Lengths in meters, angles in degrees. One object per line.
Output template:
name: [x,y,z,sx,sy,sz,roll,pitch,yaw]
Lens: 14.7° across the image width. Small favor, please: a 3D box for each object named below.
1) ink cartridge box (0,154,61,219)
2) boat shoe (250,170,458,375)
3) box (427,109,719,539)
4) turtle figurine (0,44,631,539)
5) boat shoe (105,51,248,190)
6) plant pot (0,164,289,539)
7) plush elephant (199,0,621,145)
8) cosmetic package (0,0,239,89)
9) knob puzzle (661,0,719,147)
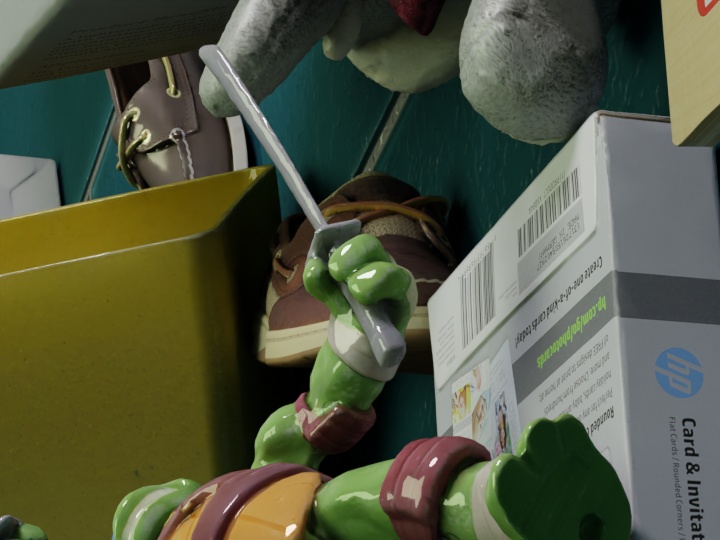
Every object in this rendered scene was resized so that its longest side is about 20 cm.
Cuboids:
ink cartridge box: [-0.244,0.036,1.840,0.117,0.067,0.201,-104,24,-48]
boat shoe: [0.000,0.000,1.007,0.200,0.072,0.073,176,97,-80]
box: [0.064,0.077,0.811,0.156,0.041,0.201,128,144,-63]
turtle figurine: [-0.035,0.051,0.764,0.193,0.143,0.201,9,109,52]
boat shoe: [-0.092,-0.067,1.353,0.201,0.059,0.072,-102,23,-43]
plant pot: [-0.123,0.074,1.146,0.200,0.199,0.178,-62,-40,-79]
plush elephant: [-0.001,-0.115,0.886,0.155,0.164,0.200,-45,12,44]
cosmetic package: [-0.069,-0.177,1.051,0.200,0.164,0.166,160,96,-72]
knob puzzle: [0.121,-0.149,0.688,0.220,0.030,0.221,-175,90,-75]
